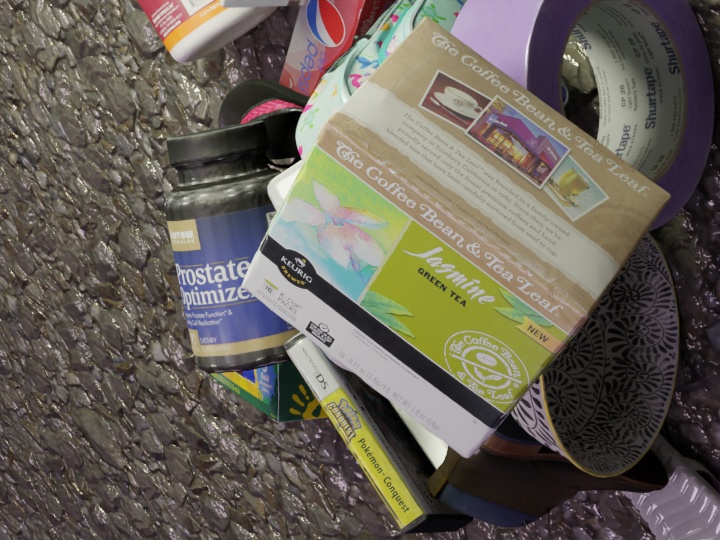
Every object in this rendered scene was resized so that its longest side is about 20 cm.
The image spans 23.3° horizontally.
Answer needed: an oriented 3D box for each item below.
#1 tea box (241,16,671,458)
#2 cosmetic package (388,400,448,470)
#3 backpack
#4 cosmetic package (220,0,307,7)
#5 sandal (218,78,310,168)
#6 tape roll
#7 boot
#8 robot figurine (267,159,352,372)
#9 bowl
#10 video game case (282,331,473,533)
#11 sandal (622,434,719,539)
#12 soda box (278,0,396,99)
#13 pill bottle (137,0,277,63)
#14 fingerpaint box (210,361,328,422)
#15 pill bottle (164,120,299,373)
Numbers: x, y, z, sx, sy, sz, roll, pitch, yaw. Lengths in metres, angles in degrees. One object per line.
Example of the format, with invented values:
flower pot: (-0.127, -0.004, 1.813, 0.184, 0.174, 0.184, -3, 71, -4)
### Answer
tea box: (0.058, -0.019, 1.147, 0.200, 0.134, 0.197, 36, 141, 5)
cosmetic package: (0.064, 0.112, 1.539, 0.200, 0.052, 0.151, 55, -171, 31)
backpack: (0.053, -0.111, 1.328, 0.178, 0.200, 0.151, 41, 132, -3)
cosmetic package: (-0.089, -0.322, 1.413, 0.113, 0.081, 0.200, 119, 140, -49)
sandal: (-0.062, -0.119, 1.504, 0.200, 0.045, 0.075, 14, 128, 44)
tape roll: (0.157, -0.123, 1.240, 0.085, 0.200, 0.200, -3, 114, 50)
boot: (0.151, 0.163, 1.425, 0.097, 0.200, 0.075, -54, 30, 30)
robot figurine: (0.000, 0.000, 1.390, 0.113, 0.170, 0.200, -34, 65, 12)
bowl: (0.159, 0.056, 1.360, 0.094, 0.201, 0.201, 3, 118, 40)
video game case: (0.019, 0.138, 1.458, 0.181, 0.025, 0.200, 56, -172, 15)
sandal: (0.278, 0.197, 1.471, 0.203, 0.050, 0.082, 56, 131, 23)
soda box: (-0.012, -0.201, 1.483, 0.063, 0.070, 0.200, 44, 143, 19)
pill bottle: (-0.167, -0.295, 1.555, 0.200, 0.113, 0.113, 59, 144, -1)
fingerpaint box: (-0.083, 0.038, 1.647, 0.200, 0.073, 0.167, -157, 65, -65)
pill bottle: (-0.104, -0.021, 1.482, 0.112, 0.112, 0.200, -3, 101, 50)
